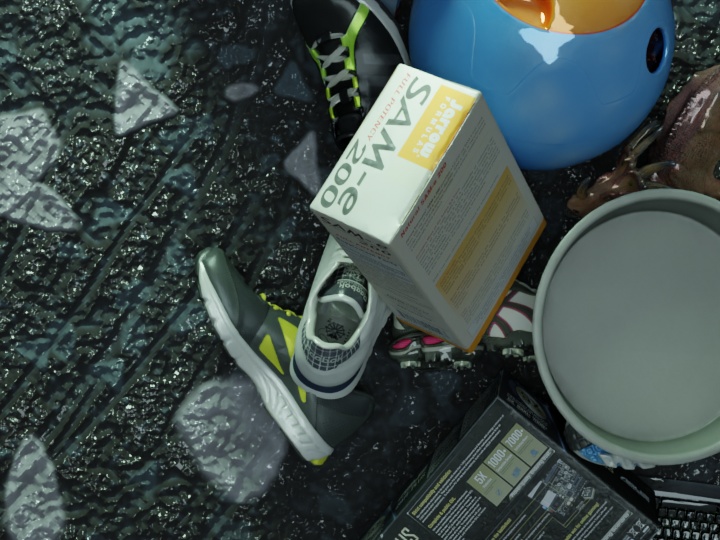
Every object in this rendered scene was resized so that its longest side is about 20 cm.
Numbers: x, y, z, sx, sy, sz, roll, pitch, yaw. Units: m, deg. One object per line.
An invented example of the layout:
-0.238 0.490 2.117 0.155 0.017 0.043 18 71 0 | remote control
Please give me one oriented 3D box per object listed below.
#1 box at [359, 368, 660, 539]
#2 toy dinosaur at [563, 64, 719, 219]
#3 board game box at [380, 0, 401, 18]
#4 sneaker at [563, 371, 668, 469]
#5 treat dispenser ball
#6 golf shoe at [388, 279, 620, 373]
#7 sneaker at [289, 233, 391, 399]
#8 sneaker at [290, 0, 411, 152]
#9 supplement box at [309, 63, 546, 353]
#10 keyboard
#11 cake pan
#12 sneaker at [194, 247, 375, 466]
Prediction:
0.112 0.212 1.176 0.164 0.086 0.200 38 104 0 | box
0.256 -0.107 1.140 0.135 0.086 0.201 21 97 -42 | toy dinosaur
-0.052 -0.276 1.107 0.199 0.196 0.056 16 76 -1 | board game box
0.236 0.101 1.166 0.199 0.087 0.075 -19 97 -25 | sneaker
0.136 -0.177 1.112 0.200 0.201 0.202 0 94 1 | treat dispenser ball
0.114 0.030 1.165 0.199 0.077 0.089 -5 77 23 | golf shoe
0.000 0.000 1.153 0.076 0.081 0.201 13 61 6 | sneaker
0.005 -0.136 1.151 0.072 0.083 0.200 -21 110 44 | sneaker
0.055 -0.040 1.073 0.073 0.200 0.126 25 75 30 | supplement box
0.240 0.236 1.227 0.199 0.021 0.128 6 93 1 | keyboard
0.220 0.041 1.086 0.199 0.037 0.202 0 90 -8 | cake pan
-0.062 0.058 1.200 0.084 0.074 0.201 -33 102 -3 | sneaker
